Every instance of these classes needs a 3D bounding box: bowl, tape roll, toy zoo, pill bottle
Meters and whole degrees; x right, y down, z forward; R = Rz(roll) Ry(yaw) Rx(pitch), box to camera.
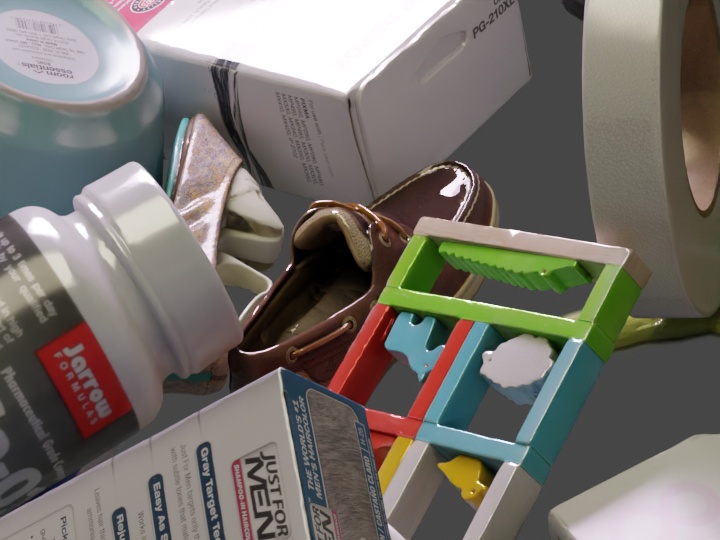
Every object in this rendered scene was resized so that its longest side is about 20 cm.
[{"bbox_3d":[-0.179,-0.082,1.313,0.200,0.105,0.201,17,37,-14],"label":"bowl"},{"bbox_3d":[0.141,-0.078,1.194,0.037,0.203,0.203,-1,38,19],"label":"tape roll"},{"bbox_3d":[0.031,0.071,1.126,0.131,0.020,0.200,11,65,47],"label":"toy zoo"},{"bbox_3d":[-0.159,0.044,1.150,0.200,0.114,0.114,-32,39,-11],"label":"pill bottle"}]

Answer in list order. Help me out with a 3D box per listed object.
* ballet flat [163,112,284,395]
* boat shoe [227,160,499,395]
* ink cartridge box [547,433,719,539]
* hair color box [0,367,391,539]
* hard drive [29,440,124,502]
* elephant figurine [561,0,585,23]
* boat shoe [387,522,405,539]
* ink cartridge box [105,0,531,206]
[{"bbox_3d":[-0.075,-0.005,1.299,0.067,0.068,0.200,11,41,0],"label":"ballet flat"},{"bbox_3d":[0.000,0.000,1.248,0.072,0.072,0.200,16,46,35],"label":"boat shoe"},{"bbox_3d":[0.201,0.112,1.053,0.199,0.057,0.163,-29,38,-11],"label":"ink cartridge box"},{"bbox_3d":[-0.083,0.129,1.026,0.200,0.060,0.100,-29,56,27],"label":"hair color box"},{"bbox_3d":[-0.207,0.118,1.205,0.131,0.025,0.200,8,42,27],"label":"hard drive"},{"bbox_3d":[0.149,-0.192,1.417,0.200,0.142,0.155,-41,12,-9],"label":"elephant figurine"},{"bbox_3d":[-0.042,0.133,1.084,0.199,0.060,0.074,7,53,39],"label":"boat shoe"},{"bbox_3d":[-0.030,-0.118,1.404,0.199,0.085,0.145,17,46,37],"label":"ink cartridge box"}]
